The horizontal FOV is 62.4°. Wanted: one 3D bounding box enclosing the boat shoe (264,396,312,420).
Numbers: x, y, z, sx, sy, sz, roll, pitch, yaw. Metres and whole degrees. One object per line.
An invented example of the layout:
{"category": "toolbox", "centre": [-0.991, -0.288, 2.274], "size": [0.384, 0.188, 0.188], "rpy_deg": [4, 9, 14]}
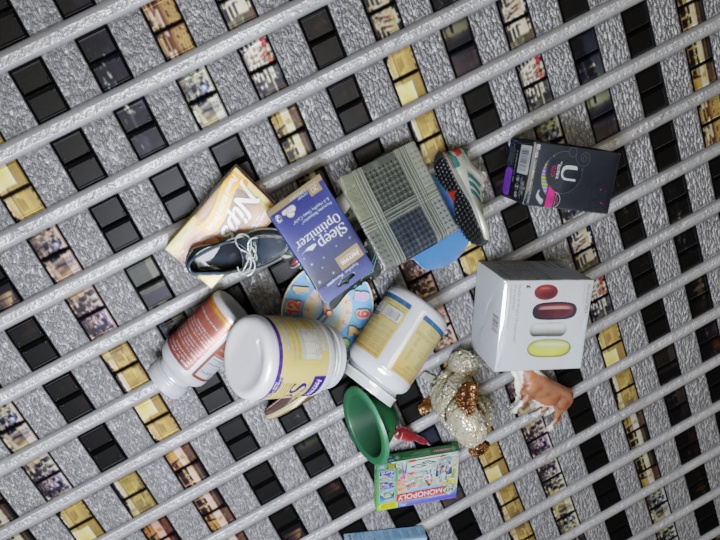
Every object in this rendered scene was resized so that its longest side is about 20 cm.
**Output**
{"category": "boat shoe", "centre": [-0.125, 0.235, 1.229], "size": [0.198, 0.072, 0.073], "rpy_deg": [-36, 79, 14]}

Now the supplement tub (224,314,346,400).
{"category": "supplement tub", "centre": [-0.134, 0.159, 1.092], "size": [0.197, 0.144, 0.149], "rpy_deg": [8, 106, -47]}

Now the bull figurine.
{"category": "bull figurine", "centre": [0.398, 0.278, 1.354], "size": [0.197, 0.065, 0.123], "rpy_deg": [29, 102, -16]}

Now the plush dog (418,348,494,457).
{"category": "plush dog", "centre": [0.212, 0.296, 1.259], "size": [0.157, 0.172, 0.205], "rpy_deg": [-23, 110, -4]}

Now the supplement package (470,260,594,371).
{"category": "supplement package", "centre": [0.353, 0.091, 1.247], "size": [0.193, 0.147, 0.198], "rpy_deg": [-1, 106, -11]}

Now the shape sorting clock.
{"category": "shape sorting clock", "centre": [-0.066, 0.082, 1.210], "size": [0.193, 0.039, 0.207], "rpy_deg": [-3, 106, -11]}

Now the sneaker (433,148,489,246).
{"category": "sneaker", "centre": [0.221, -0.151, 1.161], "size": [0.091, 0.070, 0.204], "rpy_deg": [-19, 76, -21]}

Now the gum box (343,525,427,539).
{"category": "gum box", "centre": [0.055, 0.700, 1.404], "size": [0.193, 0.045, 0.176], "rpy_deg": [0, 106, -11]}

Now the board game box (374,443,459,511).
{"category": "board game box", "centre": [0.127, 0.472, 1.356], "size": [0.193, 0.029, 0.139], "rpy_deg": [-6, 114, -11]}

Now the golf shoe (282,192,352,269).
{"category": "golf shoe", "centre": [-0.084, -0.096, 1.140], "size": [0.200, 0.077, 0.088], "rpy_deg": [-44, 101, 1]}

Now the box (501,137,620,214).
{"category": "box", "centre": [0.402, -0.192, 1.201], "size": [0.194, 0.106, 0.126], "rpy_deg": [3, 105, -14]}

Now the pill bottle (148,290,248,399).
{"category": "pill bottle", "centre": [-0.305, 0.145, 1.136], "size": [0.199, 0.112, 0.113], "rpy_deg": [-43, 110, 2]}

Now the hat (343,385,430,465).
{"category": "hat", "centre": [0.072, 0.304, 1.276], "size": [0.172, 0.168, 0.202], "rpy_deg": [-20, 152, -28]}

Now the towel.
{"category": "towel", "centre": [0.072, -0.126, 1.137], "size": [0.189, 0.034, 0.204], "rpy_deg": [-28, 92, -21]}

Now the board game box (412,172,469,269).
{"category": "board game box", "centre": [0.126, -0.099, 1.191], "size": [0.199, 0.039, 0.159], "rpy_deg": [41, 78, -2]}

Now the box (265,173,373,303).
{"category": "box", "centre": [-0.070, -0.056, 1.085], "size": [0.120, 0.032, 0.203], "rpy_deg": [-35, 97, -9]}

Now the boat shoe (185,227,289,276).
{"category": "boat shoe", "centre": [-0.219, -0.031, 1.076], "size": [0.194, 0.062, 0.077], "rpy_deg": [-8, 106, -15]}

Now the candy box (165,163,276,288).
{"category": "candy box", "centre": [-0.256, -0.083, 1.113], "size": [0.115, 0.055, 0.200], "rpy_deg": [42, 93, -22]}

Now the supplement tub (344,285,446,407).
{"category": "supplement tub", "centre": [0.066, 0.150, 1.183], "size": [0.144, 0.144, 0.202], "rpy_deg": [38, 82, -19]}

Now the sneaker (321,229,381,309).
{"category": "sneaker", "centre": [0.000, 0.000, 1.163], "size": [0.079, 0.075, 0.202], "rpy_deg": [40, 77, -23]}
